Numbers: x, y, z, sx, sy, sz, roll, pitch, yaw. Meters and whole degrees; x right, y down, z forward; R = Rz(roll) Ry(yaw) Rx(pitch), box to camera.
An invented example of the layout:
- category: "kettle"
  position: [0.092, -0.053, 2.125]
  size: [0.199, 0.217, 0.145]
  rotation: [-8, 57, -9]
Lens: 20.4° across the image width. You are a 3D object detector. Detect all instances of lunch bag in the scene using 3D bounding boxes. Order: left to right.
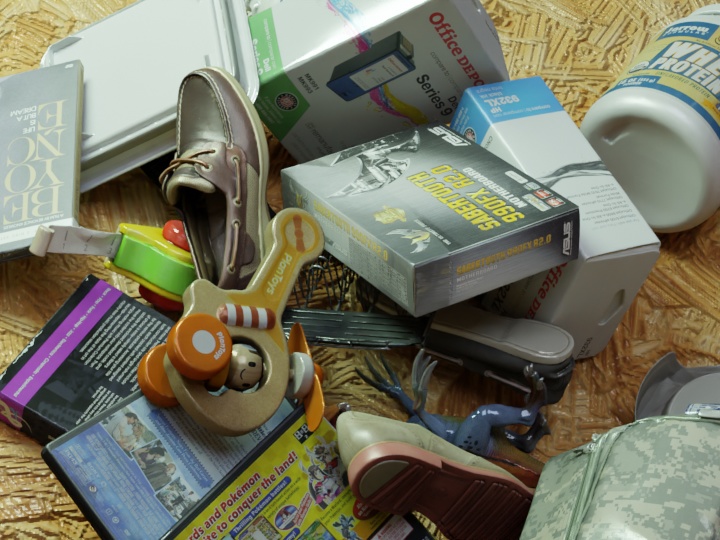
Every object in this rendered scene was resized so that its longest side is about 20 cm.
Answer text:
- category: "lunch bag"
  position: [0.213, 0.204, 1.452]
  size: [0.139, 0.168, 0.200]
  rotation: [46, 44, -19]

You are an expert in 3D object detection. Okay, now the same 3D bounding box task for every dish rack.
- category: "dish rack"
  position: [-0.188, -0.167, 1.691]
  size: [0.200, 0.044, 0.172]
  rotation: [-24, 51, 15]
- category: "dish rack"
  position: [0.000, 0.000, 1.618]
  size: [0.153, 0.055, 0.200]
  rotation: [2, 28, 12]

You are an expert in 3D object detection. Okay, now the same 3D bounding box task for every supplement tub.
- category: "supplement tub"
  position: [0.300, -0.143, 1.826]
  size: [0.144, 0.145, 0.200]
  rotation: [32, 48, 12]

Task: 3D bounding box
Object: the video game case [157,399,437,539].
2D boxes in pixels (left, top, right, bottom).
- category: "video game case"
  position: [-0.040, 0.218, 1.450]
  size: [0.181, 0.026, 0.200]
  rotation: [47, 51, 0]

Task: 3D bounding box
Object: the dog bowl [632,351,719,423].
- category: "dog bowl"
  position: [0.309, 0.152, 1.628]
  size: [0.199, 0.059, 0.201]
  rotation: [9, 47, -9]

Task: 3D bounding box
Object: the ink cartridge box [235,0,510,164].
- category: "ink cartridge box"
  position: [0.009, -0.180, 1.709]
  size: [0.200, 0.145, 0.088]
  rotation: [-25, 50, 14]

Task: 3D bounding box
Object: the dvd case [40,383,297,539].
- category: "dvd case"
  position: [-0.119, 0.143, 1.478]
  size: [0.200, 0.018, 0.143]
  rotation: [-31, 78, -39]

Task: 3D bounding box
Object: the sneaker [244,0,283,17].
- category: "sneaker"
  position: [-0.088, -0.254, 1.867]
  size: [0.071, 0.073, 0.200]
  rotation: [1, 40, -4]

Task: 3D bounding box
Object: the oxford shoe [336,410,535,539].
- category: "oxford shoe"
  position: [0.063, 0.151, 1.507]
  size: [0.200, 0.070, 0.075]
  rotation: [29, 23, -40]

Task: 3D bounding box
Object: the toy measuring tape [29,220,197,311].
- category: "toy measuring tape"
  position: [-0.169, -0.006, 1.579]
  size: [0.200, 0.074, 0.074]
  rotation: [7, 39, -55]

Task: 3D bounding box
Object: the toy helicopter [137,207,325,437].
- category: "toy helicopter"
  position: [-0.069, 0.039, 1.500]
  size: [0.132, 0.079, 0.200]
  rotation: [33, 56, -11]

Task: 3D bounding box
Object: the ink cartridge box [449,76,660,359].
- category: "ink cartridge box"
  position: [0.145, -0.040, 1.684]
  size: [0.084, 0.145, 0.200]
  rotation: [-11, 53, -31]

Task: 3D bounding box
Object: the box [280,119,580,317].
- category: "box"
  position: [0.053, -0.046, 1.595]
  size: [0.158, 0.048, 0.200]
  rotation: [-18, 33, -26]

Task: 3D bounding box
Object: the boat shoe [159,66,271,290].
- category: "boat shoe"
  position: [-0.118, -0.068, 1.570]
  size: [0.072, 0.072, 0.201]
  rotation: [7, 70, -52]

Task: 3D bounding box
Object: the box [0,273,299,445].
- category: "box"
  position: [-0.166, 0.102, 1.544]
  size: [0.200, 0.036, 0.143]
  rotation: [29, 49, 10]

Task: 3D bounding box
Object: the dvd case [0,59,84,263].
- category: "dvd case"
  position: [-0.299, -0.084, 1.634]
  size: [0.148, 0.016, 0.200]
  rotation: [-12, 50, 9]

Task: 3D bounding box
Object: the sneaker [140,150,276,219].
- category: "sneaker"
  position: [-0.130, -0.087, 1.715]
  size: [0.083, 0.072, 0.200]
  rotation: [7, 44, -44]

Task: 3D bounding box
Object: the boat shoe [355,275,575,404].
- category: "boat shoe"
  position: [0.081, 0.057, 1.641]
  size: [0.199, 0.057, 0.067]
  rotation: [20, 35, 24]

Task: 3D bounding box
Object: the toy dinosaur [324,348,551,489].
- category: "toy dinosaur"
  position: [0.060, 0.132, 1.556]
  size: [0.181, 0.105, 0.200]
  rotation: [-23, 70, -9]
